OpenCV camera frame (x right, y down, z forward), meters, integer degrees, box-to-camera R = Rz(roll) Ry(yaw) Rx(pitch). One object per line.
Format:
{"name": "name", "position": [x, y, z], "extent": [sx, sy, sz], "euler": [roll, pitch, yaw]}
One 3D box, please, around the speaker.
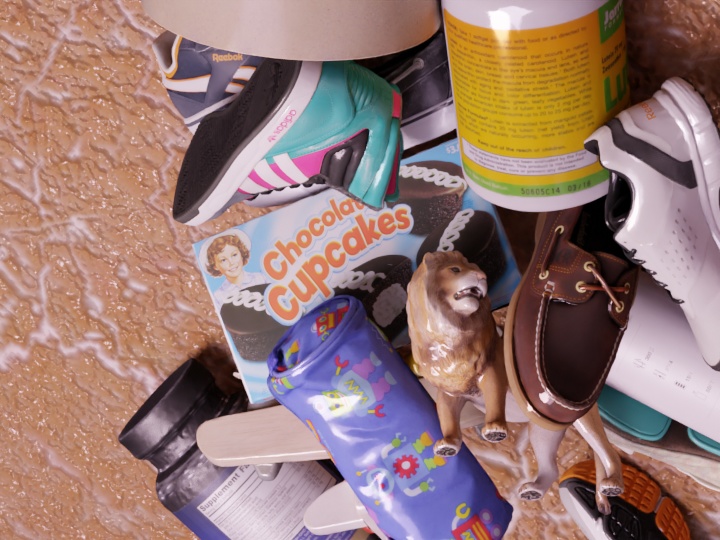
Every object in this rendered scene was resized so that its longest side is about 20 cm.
{"name": "speaker", "position": [0.220, 0.061, 1.556], "extent": [0.200, 0.081, 0.081], "euler": [27, 132, 8]}

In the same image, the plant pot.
{"name": "plant pot", "position": [-0.034, -0.253, 1.411], "extent": [0.187, 0.187, 0.200], "euler": [14, 116, 18]}

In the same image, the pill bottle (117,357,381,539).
{"name": "pill bottle", "position": [-0.083, 0.164, 1.775], "extent": [0.200, 0.112, 0.112], "euler": [43, 132, -7]}

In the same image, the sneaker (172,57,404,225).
{"name": "sneaker", "position": [-0.034, -0.073, 1.500], "extent": [0.121, 0.084, 0.200], "euler": [19, 149, -22]}

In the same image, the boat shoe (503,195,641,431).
{"name": "boat shoe", "position": [0.141, 0.005, 1.478], "extent": [0.070, 0.200, 0.070], "euler": [26, 142, -21]}

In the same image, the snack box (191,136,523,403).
{"name": "snack box", "position": [0.000, 0.000, 1.566], "extent": [0.200, 0.037, 0.116], "euler": [-22, 84, 6]}

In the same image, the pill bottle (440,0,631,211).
{"name": "pill bottle", "position": [0.107, -0.147, 1.440], "extent": [0.111, 0.111, 0.200], "euler": [8, 127, 23]}

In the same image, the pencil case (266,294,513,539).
{"name": "pencil case", "position": [0.017, 0.114, 1.522], "extent": [0.087, 0.078, 0.200], "euler": [-35, 105, 1]}

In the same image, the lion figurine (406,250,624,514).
{"name": "lion figurine", "position": [0.101, 0.075, 1.523], "extent": [0.072, 0.123, 0.200], "euler": [-24, 139, 31]}

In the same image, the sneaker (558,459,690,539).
{"name": "sneaker", "position": [0.206, 0.224, 1.694], "extent": [0.200, 0.076, 0.092], "euler": [45, 136, -7]}

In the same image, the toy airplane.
{"name": "toy airplane", "position": [0.009, 0.096, 1.649], "extent": [0.200, 0.141, 0.199], "euler": [34, 94, 16]}

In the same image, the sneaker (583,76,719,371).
{"name": "sneaker", "position": [0.193, -0.020, 1.454], "extent": [0.080, 0.074, 0.200], "euler": [-25, 115, -9]}

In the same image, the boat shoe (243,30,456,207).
{"name": "boat shoe", "position": [-0.013, -0.103, 1.562], "extent": [0.199, 0.074, 0.068], "euler": [-19, 116, 36]}

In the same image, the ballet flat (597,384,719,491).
{"name": "ballet flat", "position": [0.212, 0.114, 1.609], "extent": [0.200, 0.068, 0.062], "euler": [26, 143, 5]}

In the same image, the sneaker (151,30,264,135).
{"name": "sneaker", "position": [-0.069, -0.152, 1.543], "extent": [0.200, 0.078, 0.079], "euler": [-22, 107, 46]}
